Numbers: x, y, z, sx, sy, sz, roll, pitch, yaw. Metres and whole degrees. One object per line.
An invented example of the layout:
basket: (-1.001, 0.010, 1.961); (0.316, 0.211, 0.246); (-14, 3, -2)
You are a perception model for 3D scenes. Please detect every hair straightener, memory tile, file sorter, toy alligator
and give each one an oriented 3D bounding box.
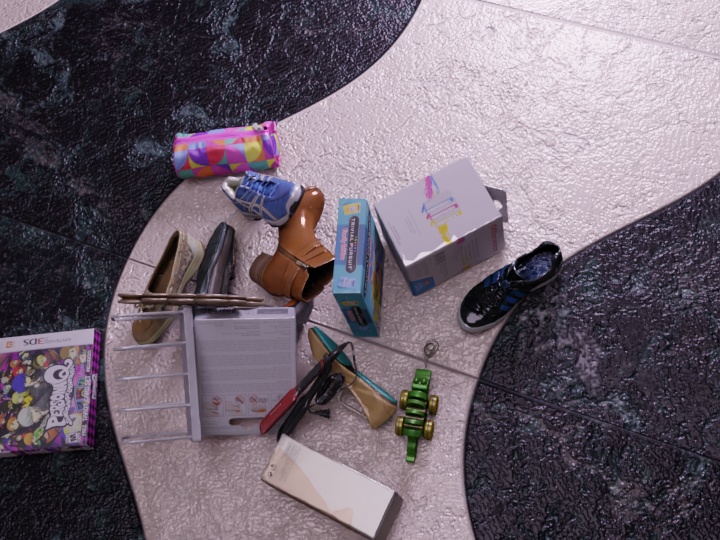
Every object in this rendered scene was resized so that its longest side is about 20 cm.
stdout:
hair straightener: (-0.070, 0.194, 1.548); (0.201, 0.077, 0.041); (-50, 23, 7)
memory tile: (-0.264, 0.047, 1.544); (0.196, 0.153, 0.017); (0, 86, 26)
file sorter: (-0.318, 0.165, 1.542); (0.122, 0.139, 0.205); (-4, 86, -13)
toy alligator: (0.091, 0.195, 1.548); (0.058, 0.054, 0.204); (7, 70, 12)

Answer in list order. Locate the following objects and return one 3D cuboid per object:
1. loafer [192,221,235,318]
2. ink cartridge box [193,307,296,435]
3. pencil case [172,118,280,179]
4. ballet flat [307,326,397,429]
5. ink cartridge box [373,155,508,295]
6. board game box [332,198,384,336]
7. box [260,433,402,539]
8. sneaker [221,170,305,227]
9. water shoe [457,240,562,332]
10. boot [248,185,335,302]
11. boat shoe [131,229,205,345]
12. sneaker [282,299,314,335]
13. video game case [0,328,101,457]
loafer: (-0.244, 0.021, 1.683); (0.062, 0.071, 0.204); (24, 71, -25)
ink cartridge box: (-0.179, 0.159, 1.563); (0.156, 0.047, 0.204); (-1, 111, -5)
pencil case: (-0.234, -0.215, 1.755); (0.196, 0.089, 0.090); (-9, 67, 8)
ballet flat: (-0.028, 0.171, 1.575); (0.199, 0.069, 0.063); (42, 95, 23)
ink cartridge box: (0.140, -0.076, 1.607); (0.197, 0.129, 0.127); (-27, 66, -2)
board game box: (0.000, 0.000, 1.563); (0.046, 0.201, 0.154); (0, 68, 10)
box: (-0.042, 0.331, 1.498); (0.197, 0.095, 0.079); (23, 75, 19)
sneaker: (-0.165, -0.123, 1.655); (0.198, 0.077, 0.077); (1, 60, 52)
water shoe: (0.233, 0.018, 1.579); (0.199, 0.079, 0.072); (-36, 66, -5)
boot: (-0.087, -0.042, 1.624); (0.154, 0.077, 0.201); (18, 64, 49)
boat shoe: (-0.336, 0.028, 1.674); (0.072, 0.063, 0.203); (16, 76, 38)
sneaker: (-0.171, 0.091, 1.624); (0.112, 0.078, 0.200); (39, 80, 20)
video game case: (-0.528, 0.205, 1.667); (0.177, 0.036, 0.204); (-6, 68, 9)
